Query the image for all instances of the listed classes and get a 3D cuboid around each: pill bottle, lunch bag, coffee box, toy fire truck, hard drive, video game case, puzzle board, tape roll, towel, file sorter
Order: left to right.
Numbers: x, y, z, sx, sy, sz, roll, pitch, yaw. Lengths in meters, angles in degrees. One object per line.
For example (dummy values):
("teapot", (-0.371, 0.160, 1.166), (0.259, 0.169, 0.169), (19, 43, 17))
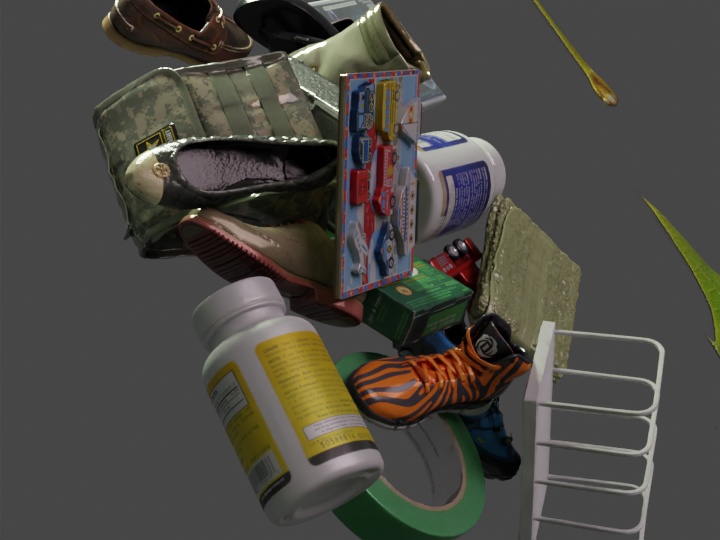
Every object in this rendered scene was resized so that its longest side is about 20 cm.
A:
("lunch bag", (-0.142, -0.105, 1.397), (0.200, 0.118, 0.164), (-12, 62, -21))
("pill bottle", (-0.070, 0.109, 1.279), (0.111, 0.111, 0.200), (-1, 57, -51))
("hard drive", (-0.038, -0.120, 1.475), (0.038, 0.140, 0.200), (-20, 36, -27))
("coffee box", (0.000, 0.000, 1.474), (0.200, 0.044, 0.123), (31, 24, 23))
("video game case", (0.008, -0.269, 1.869), (0.182, 0.023, 0.200), (53, 31, 6))
("puzzle board", (0.020, -0.083, 1.360), (0.151, 0.017, 0.200), (-17, 112, -60))
("tape roll", (0.031, 0.173, 1.397), (0.200, 0.048, 0.201), (32, 34, -26))
("pill bottle", (0.083, -0.097, 1.684), (0.120, 0.120, 0.200), (55, 32, 11))
("toy fire truck", (0.127, 0.037, 1.660), (0.141, 0.049, 0.200), (53, 33, 4))
("towel", (0.187, 0.021, 1.665), (0.148, 0.036, 0.200), (39, 40, -25))
("file sorter", (0.228, 0.176, 1.463), (0.124, 0.200, 0.139), (6, 32, 13))

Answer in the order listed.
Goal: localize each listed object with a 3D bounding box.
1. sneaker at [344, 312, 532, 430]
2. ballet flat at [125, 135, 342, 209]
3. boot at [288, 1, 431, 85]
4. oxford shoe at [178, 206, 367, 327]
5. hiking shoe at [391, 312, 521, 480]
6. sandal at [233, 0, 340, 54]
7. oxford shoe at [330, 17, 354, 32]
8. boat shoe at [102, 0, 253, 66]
("sneaker", (0.081, 0.087, 1.390), (0.200, 0.112, 0.078), (-6, 58, -45))
("ballet flat", (-0.109, -0.096, 1.297), (0.200, 0.057, 0.067), (-9, 75, -24))
("boot", (0.010, -0.164, 1.558), (0.200, 0.155, 0.072), (64, 25, 1))
("oxford shoe", (-0.076, -0.018, 1.352), (0.200, 0.070, 0.075), (30, 65, -31))
("hiking shoe", (0.110, 0.120, 1.512), (0.074, 0.087, 0.200), (-13, 66, -55))
("sandal", (-0.049, -0.236, 1.612), (0.200, 0.076, 0.043), (32, 48, -13))
("oxford shoe", (-0.061, -0.231, 1.687), (0.071, 0.073, 0.200), (42, 40, -14))
("boat shoe", (-0.181, -0.262, 1.586), (0.200, 0.070, 0.070), (-1, 53, -53))
